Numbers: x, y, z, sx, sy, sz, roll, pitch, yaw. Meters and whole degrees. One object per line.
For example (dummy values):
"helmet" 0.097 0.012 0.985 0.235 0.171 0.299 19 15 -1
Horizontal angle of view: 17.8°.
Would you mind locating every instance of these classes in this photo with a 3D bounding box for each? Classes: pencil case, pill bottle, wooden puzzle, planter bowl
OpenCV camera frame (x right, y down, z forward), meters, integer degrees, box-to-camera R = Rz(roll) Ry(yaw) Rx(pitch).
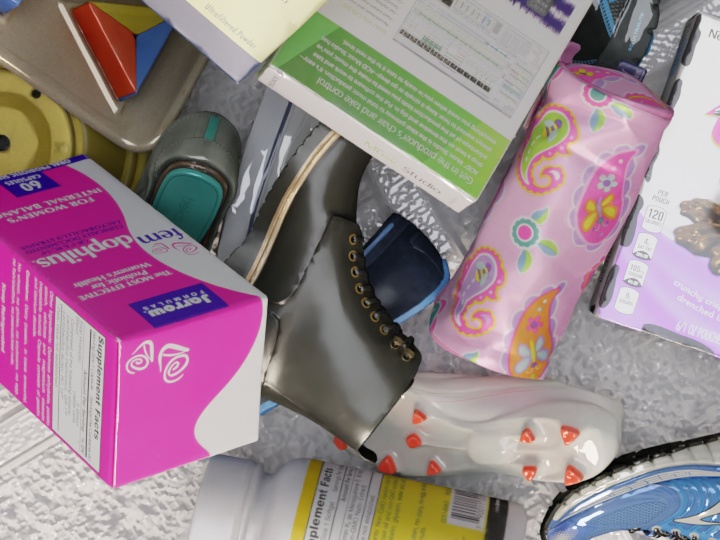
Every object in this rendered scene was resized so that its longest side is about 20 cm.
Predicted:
"pencil case" 0.114 -0.033 1.390 0.087 0.087 0.200 25 105 2
"pill bottle" -0.005 0.179 1.422 0.200 0.114 0.114 12 92 3
"wooden puzzle" -0.164 -0.198 1.396 0.200 0.046 0.185 33 69 -18
"planter bowl" -0.218 -0.079 1.440 0.200 0.083 0.201 0 91 2

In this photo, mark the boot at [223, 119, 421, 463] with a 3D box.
"boot" 0.000 0.000 1.370 0.138 0.077 0.200 32 101 5

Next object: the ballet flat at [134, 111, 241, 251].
"ballet flat" -0.120 -0.022 1.426 0.067 0.064 0.200 21 135 -12

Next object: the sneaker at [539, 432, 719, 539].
"sneaker" 0.211 0.150 1.430 0.200 0.079 0.089 -13 88 3

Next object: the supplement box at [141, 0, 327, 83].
"supplement box" -0.043 -0.252 1.289 0.134 0.200 0.200 40 115 -21

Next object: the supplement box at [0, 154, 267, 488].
"supplement box" -0.151 0.025 1.324 0.101 0.200 0.103 -17 127 -35

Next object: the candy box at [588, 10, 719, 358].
"candy box" 0.253 -0.040 1.426 0.168 0.072 0.200 18 92 2

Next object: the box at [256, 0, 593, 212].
"box" 0.050 -0.154 1.343 0.144 0.036 0.200 34 70 -7

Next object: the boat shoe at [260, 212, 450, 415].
"boat shoe" -0.040 0.037 1.445 0.200 0.084 0.069 -34 90 -14

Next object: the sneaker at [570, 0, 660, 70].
"sneaker" 0.160 -0.223 1.419 0.082 0.073 0.200 16 92 -9

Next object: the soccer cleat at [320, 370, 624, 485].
"soccer cleat" 0.068 0.094 1.445 0.200 0.078 0.069 8 112 21

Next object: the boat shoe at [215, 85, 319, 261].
"boat shoe" -0.039 -0.068 1.442 0.066 0.072 0.200 19 87 0
